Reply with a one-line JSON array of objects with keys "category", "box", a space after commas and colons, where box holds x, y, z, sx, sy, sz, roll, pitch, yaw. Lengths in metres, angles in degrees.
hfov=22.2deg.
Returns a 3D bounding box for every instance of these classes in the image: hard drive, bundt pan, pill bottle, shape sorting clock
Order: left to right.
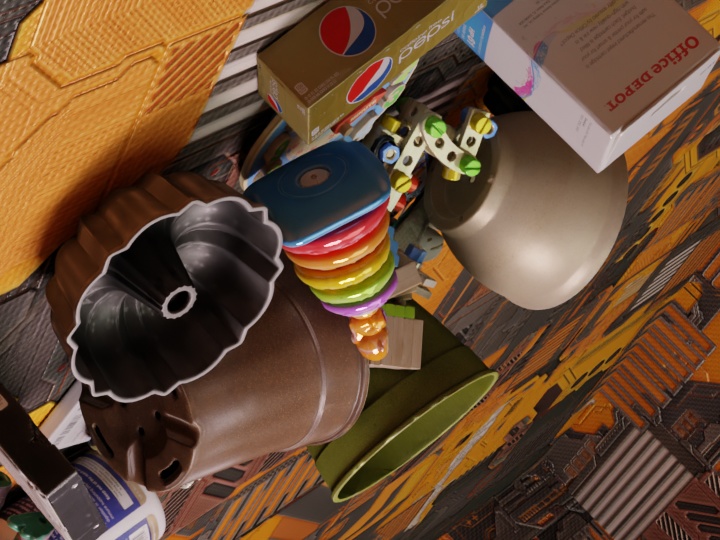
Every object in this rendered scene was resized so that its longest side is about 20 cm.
[{"category": "hard drive", "box": [-0.275, 0.153, 1.515, 0.038, 0.140, 0.200, -40, 165, -13]}, {"category": "pill bottle", "box": [-0.300, 0.269, 1.807, 0.200, 0.116, 0.116, -35, 162, -30]}, {"category": "bundt pan", "box": [-0.162, 0.003, 1.456, 0.202, 0.076, 0.202, -27, 142, -24]}, {"category": "shape sorting clock", "box": [-0.024, -0.132, 1.593, 0.200, 0.039, 0.200, -40, 164, -14]}]

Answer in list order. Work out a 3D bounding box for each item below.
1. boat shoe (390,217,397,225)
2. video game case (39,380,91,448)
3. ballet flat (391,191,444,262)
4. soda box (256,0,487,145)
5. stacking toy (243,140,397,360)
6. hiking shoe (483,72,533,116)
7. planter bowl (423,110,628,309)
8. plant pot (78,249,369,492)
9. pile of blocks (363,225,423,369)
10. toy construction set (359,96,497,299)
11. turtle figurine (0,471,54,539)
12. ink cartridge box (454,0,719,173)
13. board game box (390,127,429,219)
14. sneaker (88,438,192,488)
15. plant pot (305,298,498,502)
[{"category": "boat shoe", "box": [-0.023, 0.007, 1.917, 0.200, 0.071, 0.070, -37, 158, -36]}, {"category": "video game case", "box": [-0.221, 0.109, 1.771, 0.143, 0.018, 0.200, -50, 163, 20]}, {"category": "ballet flat", "box": [0.072, -0.049, 1.921, 0.200, 0.062, 0.067, -54, 173, -40]}, {"category": "soda box", "box": [0.012, -0.193, 1.474, 0.200, 0.064, 0.068, -40, 164, -16]}, {"category": "stacking toy", "box": [-0.009, -0.001, 1.569, 0.110, 0.116, 0.200, -28, 124, -11]}, {"category": "hiking shoe", "box": [0.176, -0.194, 1.871, 0.101, 0.076, 0.200, -44, 166, -13]}, {"category": "planter bowl", "box": [0.149, -0.075, 1.831, 0.135, 0.200, 0.200, 20, 122, -31]}, {"category": "plant pot", "box": [-0.129, 0.093, 1.634, 0.198, 0.200, 0.200, -23, 155, -46]}, {"category": "pile of blocks", "box": [0.000, 0.000, 1.681, 0.082, 0.200, 0.062, -21, -171, -36]}, {"category": "toy construction set", "box": [0.046, -0.077, 1.735, 0.131, 0.092, 0.200, 23, 87, -35]}, {"category": "turtle figurine", "box": [-0.356, 0.285, 1.667, 0.200, 0.150, 0.101, -61, 172, 19]}, {"category": "ink cartridge box", "box": [0.203, -0.209, 1.660, 0.144, 0.200, 0.085, -39, 164, -18]}, {"category": "board game box", "box": [-0.016, -0.055, 1.826, 0.200, 0.034, 0.135, -42, 165, -8]}, {"category": "sneaker", "box": [-0.194, 0.172, 1.803, 0.077, 0.089, 0.200, -46, 165, 9]}, {"category": "plant pot", "box": [-0.003, 0.088, 1.787, 0.200, 0.193, 0.200, -36, 166, -10]}]
